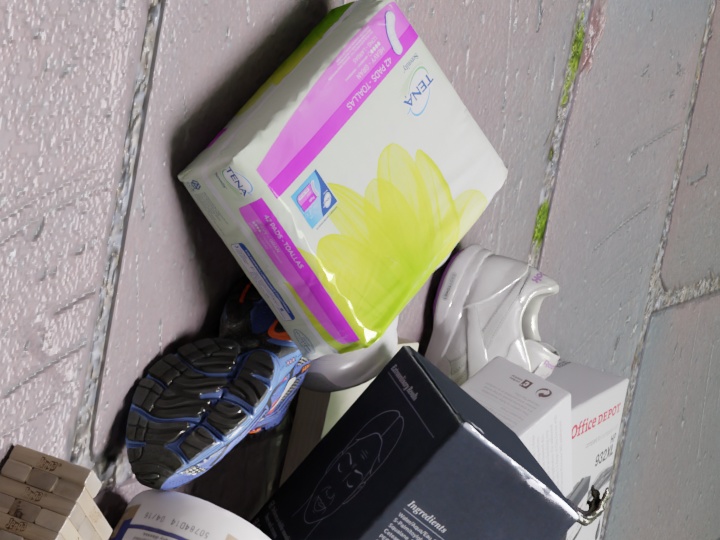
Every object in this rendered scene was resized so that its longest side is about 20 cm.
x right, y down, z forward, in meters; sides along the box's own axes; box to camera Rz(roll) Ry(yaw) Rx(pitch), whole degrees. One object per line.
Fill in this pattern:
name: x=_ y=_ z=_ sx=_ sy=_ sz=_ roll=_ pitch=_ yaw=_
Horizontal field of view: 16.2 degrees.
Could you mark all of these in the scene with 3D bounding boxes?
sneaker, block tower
sneaker: x=0.089 y=0.085 z=1.872 sx=0.075 sy=0.100 sz=0.200 roll=1 pitch=104 yaw=-71
sneaker: x=0.000 y=0.000 z=1.680 sx=0.200 sy=0.070 sz=0.080 roll=-61 pitch=147 yaw=-43
block tower: x=-0.203 y=0.195 z=1.359 sx=0.200 sy=0.054 sz=0.058 roll=-62 pitch=154 yaw=-25
sneaker: x=-0.075 y=0.077 z=1.547 sx=0.200 sy=0.075 sz=0.078 roll=-45 pitch=146 yaw=-45

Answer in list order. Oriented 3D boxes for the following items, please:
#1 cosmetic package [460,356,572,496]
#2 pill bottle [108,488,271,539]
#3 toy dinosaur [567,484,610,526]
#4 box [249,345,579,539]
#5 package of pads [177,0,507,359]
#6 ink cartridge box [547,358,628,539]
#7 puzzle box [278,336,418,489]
cosmetic package: x=0.062 y=0.161 z=1.778 sx=0.200 sy=0.071 sz=0.101 roll=-37 pitch=139 yaw=-34
pill bottle: x=-0.129 y=0.238 z=1.476 sx=0.200 sy=0.111 sz=0.111 roll=-62 pitch=153 yaw=-25
toy dinosaur: x=0.136 y=0.181 z=1.930 sx=0.088 sy=0.200 sz=0.047 roll=-32 pitch=156 yaw=-37
box: x=0.018 y=0.171 z=1.591 sx=0.200 sy=0.107 sz=0.148 roll=-49 pitch=-159 yaw=5
package of pads: x=-0.004 y=-0.057 z=1.548 sx=0.155 sy=0.068 sz=0.200 roll=55 pitch=46 yaw=-18
ink cartridge box: x=0.144 y=0.184 z=2.068 sx=0.145 sy=0.084 sz=0.200 roll=-19 pitch=121 yaw=-62
puzzle box: x=-0.017 y=0.145 z=1.767 sx=0.133 sy=0.025 sz=0.200 roll=0 pitch=104 yaw=-66
